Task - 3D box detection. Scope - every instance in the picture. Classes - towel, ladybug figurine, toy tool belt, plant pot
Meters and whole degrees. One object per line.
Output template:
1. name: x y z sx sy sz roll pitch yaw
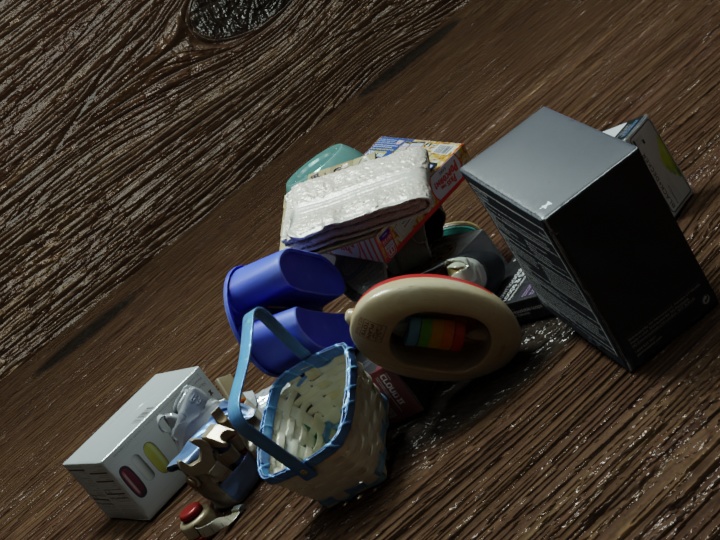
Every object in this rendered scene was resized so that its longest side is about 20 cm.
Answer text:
1. towel: -0.005 -0.092 1.606 0.199 0.035 0.133 -18 34 13
2. ladybug figurine: 0.080 0.057 1.424 0.072 0.199 0.136 -93 18 -52
3. toy tool belt: -0.189 0.234 1.614 0.125 0.123 0.200 -21 22 45
4. plant pot: -0.039 -0.127 2.287 0.200 0.161 0.201 -34 15 10

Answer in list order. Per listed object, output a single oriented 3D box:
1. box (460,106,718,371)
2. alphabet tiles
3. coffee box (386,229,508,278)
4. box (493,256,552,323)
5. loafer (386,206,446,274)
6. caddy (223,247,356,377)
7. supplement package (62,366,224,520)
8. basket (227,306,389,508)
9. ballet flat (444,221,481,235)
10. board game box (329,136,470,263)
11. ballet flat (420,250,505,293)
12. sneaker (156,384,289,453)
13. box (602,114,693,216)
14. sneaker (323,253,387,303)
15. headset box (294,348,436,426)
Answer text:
1. box: 0.228 -0.038 1.285 0.123 0.199 0.200 -38 27 -4
2. alphabet tiles: -0.025 -0.086 1.650 0.165 0.006 0.201 -18 33 13
3. coffee box: 0.096 0.018 1.703 0.113 0.080 0.200 -44 16 -23
4. box: 0.239 0.001 1.519 0.199 0.036 0.143 -21 22 49
5. loafer: 0.086 -0.064 1.707 0.069 0.076 0.201 -6 36 22
6. caddy: -0.088 0.055 1.536 0.105 0.142 0.200 -24 -17 23
7. supplement package: -0.298 0.249 1.838 0.200 0.111 0.155 -46 17 -29
8. basket: -0.063 0.154 1.389 0.139 0.200 0.177 -28 31 26
9. ballet flat: 0.093 -0.016 1.847 0.199 0.069 0.063 -30 2 19
10. board game box: 0.031 -0.098 1.677 0.151 0.046 0.200 11 47 44
11. ballet flat: 0.094 0.025 1.507 0.199 0.074 0.073 -21 10 -17
12. sneaker: -0.179 0.185 1.740 0.200 0.115 0.075 -41 8 -13
13. box: 0.291 -0.102 1.559 0.060 0.117 0.200 -44 15 -36
14. sneaker: 0.000 0.000 1.687 0.074 0.087 0.200 -34 32 1
15. headset box: 0.013 0.132 1.555 0.199 0.075 0.149 -28 17 29
